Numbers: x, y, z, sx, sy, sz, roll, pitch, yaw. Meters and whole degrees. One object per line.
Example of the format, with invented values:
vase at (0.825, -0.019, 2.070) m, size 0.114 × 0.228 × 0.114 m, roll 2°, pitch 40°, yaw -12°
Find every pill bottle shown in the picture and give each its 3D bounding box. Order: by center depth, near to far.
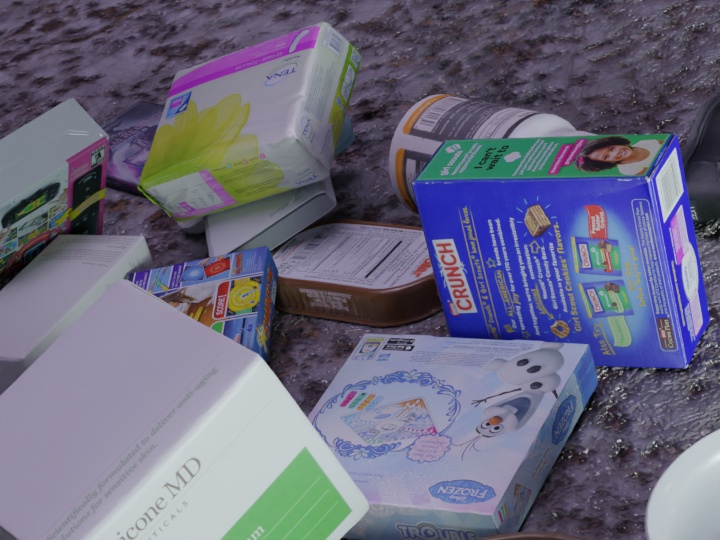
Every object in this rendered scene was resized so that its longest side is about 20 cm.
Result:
pill bottle at (0.129, -0.088, 1.656) m, size 0.116 × 0.117 × 0.200 m, roll -36°, pitch 35°, yaw -31°

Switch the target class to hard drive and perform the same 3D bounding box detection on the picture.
hard drive at (-0.095, -0.096, 1.760) m, size 0.132 × 0.026 × 0.200 m, roll -33°, pitch 39°, yaw 16°

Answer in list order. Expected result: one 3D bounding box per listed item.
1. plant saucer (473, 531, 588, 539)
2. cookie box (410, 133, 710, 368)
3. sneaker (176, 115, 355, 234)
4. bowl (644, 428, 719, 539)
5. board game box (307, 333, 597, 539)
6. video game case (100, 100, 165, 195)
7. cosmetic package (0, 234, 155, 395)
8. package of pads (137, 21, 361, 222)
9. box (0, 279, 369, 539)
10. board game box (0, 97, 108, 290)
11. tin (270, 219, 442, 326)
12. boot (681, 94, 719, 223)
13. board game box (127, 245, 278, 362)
plant saucer at (0.091, 0.242, 1.191) m, size 0.199 × 0.030 × 0.200 m, roll -13°, pitch 28°, yaw 7°
cookie box at (0.157, -0.015, 1.455) m, size 0.199 × 0.172 × 0.075 m, roll 1°, pitch 31°, yaw 29°
sneaker at (-0.088, -0.090, 1.836) m, size 0.200 × 0.082 × 0.074 m, roll -36°, pitch 38°, yaw 12°
bowl at (0.280, 0.176, 1.138) m, size 0.200 × 0.091 × 0.201 m, roll -13°, pitch 29°, yaw 7°
board game box at (0.052, 0.125, 1.398) m, size 0.199 × 0.044 × 0.199 m, roll 2°, pitch 35°, yaw 30°
video game case at (-0.231, -0.135, 2.034) m, size 0.200 × 0.019 × 0.143 m, roll 16°, pitch 43°, yaw 44°
cosmetic package at (-0.273, 0.052, 1.661) m, size 0.107 × 0.085 × 0.200 m, roll 3°, pitch 35°, yaw 31°
package of pads at (-0.105, -0.135, 1.727) m, size 0.199 × 0.068 × 0.155 m, roll -15°, pitch 46°, yaw 34°
box at (-0.146, 0.149, 1.288) m, size 0.199 × 0.172 × 0.200 m, roll -46°, pitch 36°, yaw -17°
board game box at (-0.312, -0.048, 1.741) m, size 0.147 × 0.200 × 0.064 m, roll -35°, pitch 70°, yaw -29°
tin at (0.000, 0.000, 1.655) m, size 0.199 × 0.042 × 0.112 m, roll 7°, pitch 41°, yaw 37°
boot at (0.373, -0.091, 1.575) m, size 0.199 × 0.066 × 0.165 m, roll 1°, pitch 42°, yaw 36°
board game box at (-0.145, 0.066, 1.582) m, size 0.135 × 0.035 × 0.200 m, roll -11°, pitch 39°, yaw 13°
